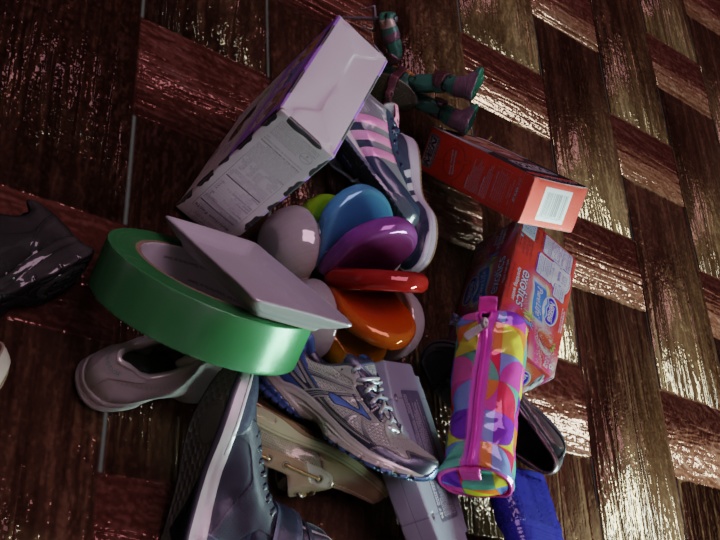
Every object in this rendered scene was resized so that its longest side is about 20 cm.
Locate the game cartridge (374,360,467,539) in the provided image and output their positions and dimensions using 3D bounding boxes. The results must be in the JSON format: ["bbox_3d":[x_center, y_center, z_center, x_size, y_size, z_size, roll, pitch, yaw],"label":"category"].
[{"bbox_3d":[0.054,0.192,1.037,0.133,0.041,0.201,30,41,-72],"label":"game cartridge"}]

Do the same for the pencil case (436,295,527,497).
[{"bbox_3d":[0.128,0.133,1.061,0.088,0.088,0.201,26,55,-28],"label":"pencil case"}]

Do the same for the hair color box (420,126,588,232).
[{"bbox_3d":[0.172,-0.115,1.263,0.101,0.062,0.200,7,18,-39],"label":"hair color box"}]

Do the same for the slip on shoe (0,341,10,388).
[{"bbox_3d":[-0.328,0.134,0.767,0.201,0.075,0.061,-70,155,-49],"label":"slip on shoe"}]

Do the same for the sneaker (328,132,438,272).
[{"bbox_3d":[0.024,-0.092,1.194,0.108,0.070,0.201,21,47,-37],"label":"sneaker"}]

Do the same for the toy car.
[{"bbox_3d":[0.000,0.000,1.063,0.174,0.150,0.201,3,65,-40],"label":"toy car"}]

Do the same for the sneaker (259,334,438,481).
[{"bbox_3d":[-0.005,0.124,0.956,0.199,0.086,0.077,32,-3,17],"label":"sneaker"}]

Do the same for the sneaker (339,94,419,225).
[{"bbox_3d":[0.023,-0.143,1.132,0.082,0.070,0.201,-32,86,-11],"label":"sneaker"}]

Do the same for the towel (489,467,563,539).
[{"bbox_3d":[0.184,0.307,1.087,0.147,0.049,0.201,33,37,-54],"label":"towel"}]

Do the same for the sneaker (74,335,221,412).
[{"bbox_3d":[-0.153,0.079,0.928,0.199,0.088,0.076,-13,73,-45],"label":"sneaker"}]

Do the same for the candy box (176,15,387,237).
[{"bbox_3d":[-0.081,-0.139,1.036,0.071,0.200,0.168,40,46,-16],"label":"candy box"}]

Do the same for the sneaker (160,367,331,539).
[{"bbox_3d":[-0.086,0.189,0.899,0.145,0.077,0.204,18,82,-26],"label":"sneaker"}]

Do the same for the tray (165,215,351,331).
[{"bbox_3d":[-0.099,0.005,0.915,0.107,0.022,0.200,19,11,-38],"label":"tray"}]

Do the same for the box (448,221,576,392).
[{"bbox_3d":[0.184,0.045,1.238,0.099,0.095,0.201,37,47,-17],"label":"box"}]

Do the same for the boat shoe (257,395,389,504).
[{"bbox_3d":[-0.059,0.181,0.976,0.199,0.072,0.065,34,85,-25],"label":"boat shoe"}]

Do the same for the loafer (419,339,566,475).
[{"bbox_3d":[0.149,0.152,1.134,0.200,0.072,0.063,40,13,1],"label":"loafer"}]

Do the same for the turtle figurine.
[{"bbox_3d":[0.052,-0.241,1.281,0.199,0.150,0.101,22,76,11],"label":"turtle figurine"}]

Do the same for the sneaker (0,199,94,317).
[{"bbox_3d":[-0.321,0.002,0.849,0.091,0.076,0.200,49,36,6],"label":"sneaker"}]

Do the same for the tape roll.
[{"bbox_3d":[-0.140,0.026,0.911,0.199,0.048,0.200,24,9,-4],"label":"tape roll"}]
